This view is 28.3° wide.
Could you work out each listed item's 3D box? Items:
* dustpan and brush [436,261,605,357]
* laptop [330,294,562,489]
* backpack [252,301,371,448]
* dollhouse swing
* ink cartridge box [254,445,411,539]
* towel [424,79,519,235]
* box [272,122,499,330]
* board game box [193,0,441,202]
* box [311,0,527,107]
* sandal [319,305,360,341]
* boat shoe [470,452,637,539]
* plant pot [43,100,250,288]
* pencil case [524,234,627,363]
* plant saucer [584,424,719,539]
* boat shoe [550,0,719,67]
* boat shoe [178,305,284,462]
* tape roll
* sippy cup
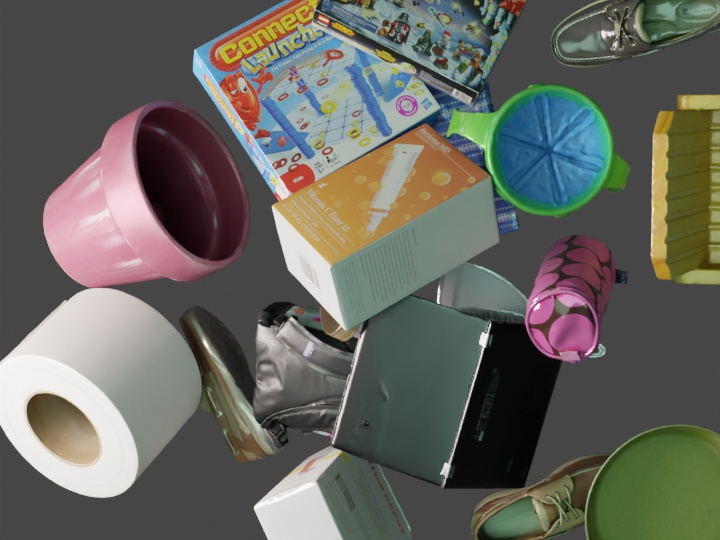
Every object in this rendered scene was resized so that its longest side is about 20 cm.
[{"bbox_3d":[0.176,0.070,1.602,0.199,0.057,0.140,9,99,11],"label":"dustpan and brush"},{"bbox_3d":[0.099,0.128,1.551,0.116,0.199,0.188,27,105,48],"label":"laptop"},{"bbox_3d":[-0.014,0.114,1.617,0.199,0.127,0.168,7,115,14],"label":"backpack"},{"bbox_3d":[0.395,-0.081,1.475,0.181,0.176,0.201,2,97,13],"label":"dollhouse swing"},{"bbox_3d":[-0.026,0.286,1.606,0.083,0.200,0.146,-25,91,18],"label":"ink cartridge box"},{"bbox_3d":[0.091,-0.125,1.616,0.144,0.024,0.201,-13,94,15],"label":"towel"},{"bbox_3d":[0.028,-0.048,1.504,0.200,0.098,0.124,-30,46,-17],"label":"box"},{"bbox_3d":[-0.048,-0.198,1.562,0.200,0.056,0.196,-32,80,-15],"label":"board game box"},{"bbox_3d":[0.066,-0.283,1.551,0.199,0.040,0.137,27,71,2],"label":"box"},{"bbox_3d":[-0.004,0.003,1.600,0.069,0.212,0.078,27,128,-27],"label":"sandal"},{"bbox_3d":[0.216,0.270,1.612,0.199,0.074,0.076,-26,91,15],"label":"boat shoe"},{"bbox_3d":[-0.254,-0.069,1.626,0.179,0.200,0.201,-22,92,29],"label":"plant pot"},{"bbox_3d":[0.227,0.031,1.514,0.090,0.200,0.094,0,108,17],"label":"pencil case"},{"bbox_3d":[0.341,0.263,1.579,0.199,0.031,0.201,-1,100,-7],"label":"plant saucer"},{"bbox_3d":[0.299,-0.265,1.528,0.200,0.066,0.072,-11,95,14],"label":"boat shoe"},{"bbox_3d":[-0.165,0.139,1.683,0.072,0.076,0.200,-29,88,17],"label":"boat shoe"},{"bbox_3d":[-0.301,0.140,1.638,0.202,0.139,0.203,16,130,20],"label":"tape roll"},{"bbox_3d":[0.189,-0.128,1.529,0.139,0.130,0.178,-37,97,-3],"label":"sippy cup"}]
